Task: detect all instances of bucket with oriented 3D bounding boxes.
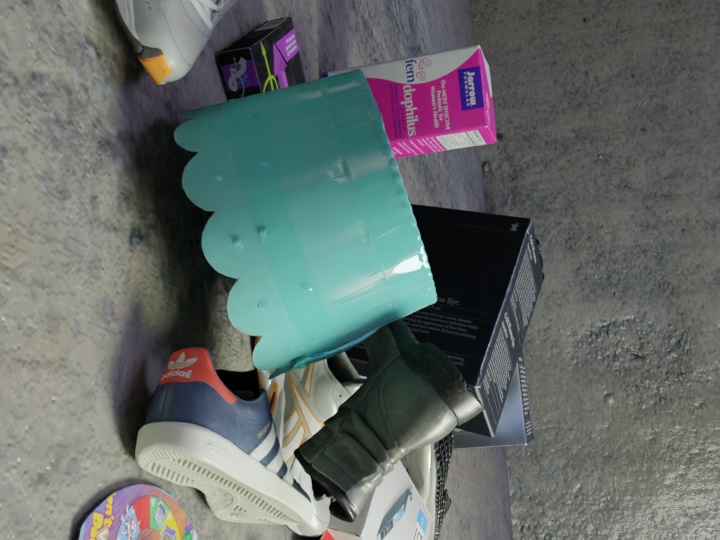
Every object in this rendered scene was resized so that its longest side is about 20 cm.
[{"bbox_3d":[-0.035,-0.038,0.600,0.207,0.133,0.209,-18,90,-89],"label":"bucket"}]

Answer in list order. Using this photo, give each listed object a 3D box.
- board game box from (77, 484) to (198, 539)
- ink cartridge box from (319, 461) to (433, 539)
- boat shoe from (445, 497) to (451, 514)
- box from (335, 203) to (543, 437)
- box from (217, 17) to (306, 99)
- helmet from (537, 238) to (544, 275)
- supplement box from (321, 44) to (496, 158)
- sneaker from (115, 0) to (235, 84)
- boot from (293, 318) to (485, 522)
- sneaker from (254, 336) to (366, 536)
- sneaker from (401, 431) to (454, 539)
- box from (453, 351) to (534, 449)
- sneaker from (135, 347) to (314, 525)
[{"bbox_3d":[-0.112,0.223,0.467,0.158,0.038,0.202,62,25,-55],"label":"board game box"},{"bbox_3d":[0.010,0.289,0.814,0.201,0.044,0.177,64,39,-49],"label":"ink cartridge box"},{"bbox_3d":[0.056,0.327,1.059,0.068,0.072,0.200,50,25,1],"label":"boat shoe"},{"bbox_3d":[0.057,0.039,0.807,0.183,0.198,0.104,-65,151,-27],"label":"box"},{"bbox_3d":[-0.073,-0.126,0.792,0.143,0.036,0.202,-69,151,-61],"label":"box"},{"bbox_3d":[0.459,-0.027,2.544,0.199,0.190,0.202,-21,120,-41],"label":"helmet"},{"bbox_3d":[0.062,-0.201,1.025,0.103,0.198,0.103,8,75,-75],"label":"supplement box"},{"bbox_3d":[-0.103,-0.210,0.566,0.076,0.091,0.202,65,23,-50],"label":"sneaker"},{"bbox_3d":[0.001,0.101,0.617,0.068,0.130,0.200,54,-6,-13],"label":"boot"},{"bbox_3d":[-0.034,0.130,0.714,0.076,0.091,0.203,-16,100,-76],"label":"sneaker"},{"bbox_3d":[0.053,0.238,0.949,0.071,0.092,0.201,-62,157,-47],"label":"sneaker"},{"bbox_3d":[0.116,0.134,1.094,0.123,0.198,0.201,28,56,-72],"label":"box"},{"bbox_3d":[-0.080,0.119,0.573,0.201,0.074,0.085,64,26,-55],"label":"sneaker"}]
